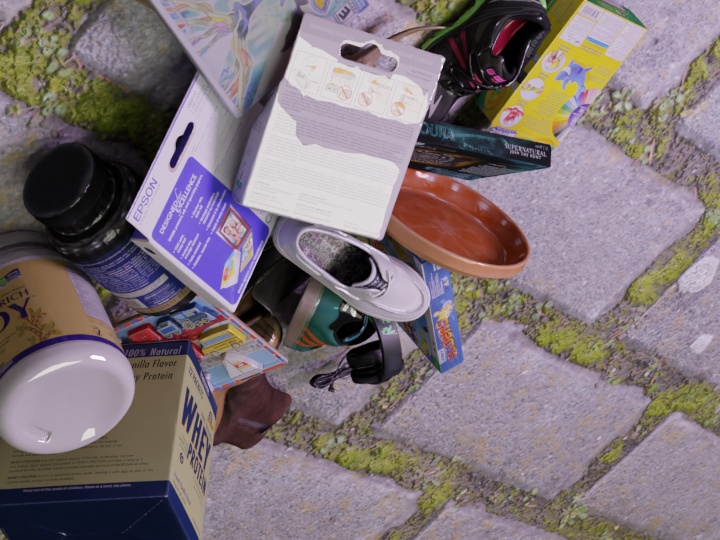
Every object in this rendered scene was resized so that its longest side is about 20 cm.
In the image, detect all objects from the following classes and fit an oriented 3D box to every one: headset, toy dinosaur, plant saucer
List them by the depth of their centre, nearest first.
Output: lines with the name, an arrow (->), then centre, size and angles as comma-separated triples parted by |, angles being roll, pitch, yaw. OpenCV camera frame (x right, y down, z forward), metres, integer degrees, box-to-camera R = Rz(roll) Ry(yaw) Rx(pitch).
toy dinosaur -> -0.013, -0.206, 1.649 | 0.200, 0.058, 0.101 | -46, 154, 27
plant saucer -> 0.091, -0.051, 1.743 | 0.200, 0.200, 0.032 | 7, 123, -37
headset -> -0.008, 0.088, 1.891 | 0.094, 0.124, 0.200 | -20, 161, -17

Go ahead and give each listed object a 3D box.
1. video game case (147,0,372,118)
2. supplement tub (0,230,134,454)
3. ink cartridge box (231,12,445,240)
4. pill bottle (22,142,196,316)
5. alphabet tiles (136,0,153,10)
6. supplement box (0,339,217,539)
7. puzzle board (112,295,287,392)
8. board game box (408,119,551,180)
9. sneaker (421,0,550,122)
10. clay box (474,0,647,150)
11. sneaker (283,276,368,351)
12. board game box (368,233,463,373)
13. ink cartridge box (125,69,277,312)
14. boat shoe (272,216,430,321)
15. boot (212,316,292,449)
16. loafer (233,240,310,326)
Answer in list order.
video game case -> -0.099, -0.268, 1.503 | 0.182, 0.022, 0.200 | -42, 136, -6
supplement tub -> -0.324, 0.070, 1.601 | 0.145, 0.200, 0.145 | -18, 138, -17
ink cartridge box -> -0.023, -0.143, 1.585 | 0.161, 0.050, 0.200 | 14, 101, -23
pill bottle -> -0.247, -0.042, 1.606 | 0.112, 0.112, 0.200 | -38, 140, 6
alphabet tiles -> -0.154, -0.311, 1.476 | 0.200, 0.008, 0.167 | 24, 116, -44
supplement box -> -0.273, 0.198, 1.717 | 0.200, 0.200, 0.134 | -4, 140, 9
puzzle board -> -0.203, 0.095, 1.757 | 0.200, 0.017, 0.151 | -22, 133, 31
board game box -> 0.090, -0.132, 1.731 | 0.200, 0.135, 0.028 | 8, 82, -38
sneaker -> 0.119, -0.221, 1.680 | 0.077, 0.084, 0.200 | 24, 117, -44
clay box -> 0.216, -0.218, 1.774 | 0.115, 0.048, 0.200 | 15, 123, -41
sneaker -> -0.037, 0.061, 1.812 | 0.200, 0.080, 0.071 | 114, 1, -74
board game box -> 0.060, 0.011, 1.837 | 0.034, 0.135, 0.200 | -29, 140, -14
ink cartridge box -> -0.151, -0.090, 1.593 | 0.200, 0.043, 0.198 | 47, 61, -50
boat shoe -> 0.000, 0.000, 1.679 | 0.200, 0.069, 0.072 | 37, 89, -26
boot -> -0.132, 0.136, 1.913 | 0.200, 0.072, 0.166 | -47, 150, 15
loafer -> -0.112, 0.027, 1.793 | 0.200, 0.072, 0.073 | -33, 139, 0
